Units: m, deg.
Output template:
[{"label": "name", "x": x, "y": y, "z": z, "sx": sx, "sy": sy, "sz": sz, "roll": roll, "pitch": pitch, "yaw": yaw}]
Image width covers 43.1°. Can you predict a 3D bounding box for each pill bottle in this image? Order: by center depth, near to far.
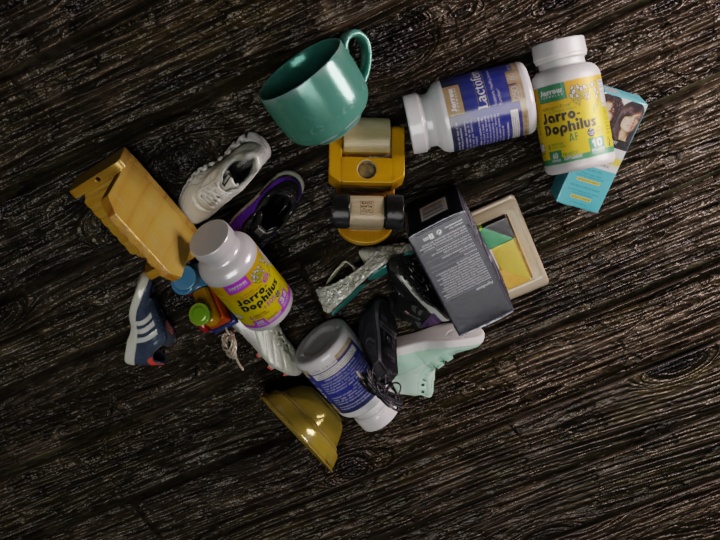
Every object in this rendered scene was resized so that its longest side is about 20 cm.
[{"label": "pill bottle", "x": 0.328, "y": -0.259, "z": 1.431, "sx": 0.112, "sy": 0.113, "sz": 0.202, "roll": -11, "pitch": 96, "yaw": 3}, {"label": "pill bottle", "x": 0.171, "y": -0.253, "z": 1.447, "sx": 0.198, "sy": 0.116, "sz": 0.117, "roll": -13, "pitch": 118, "yaw": 4}, {"label": "pill bottle", "x": -0.198, "y": 0.007, "z": 1.499, "sx": 0.103, "sy": 0.105, "sz": 0.200, "roll": -25, "pitch": 136, "yaw": 10}, {"label": "pill bottle", "x": -0.018, "y": 0.197, "z": 1.674, "sx": 0.119, "sy": 0.120, "sz": 0.200, "roll": -33, "pitch": 114, "yaw": 14}]

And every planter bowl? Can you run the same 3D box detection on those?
[{"label": "planter bowl", "x": -0.093, "y": 0.275, "z": 1.698, "sx": 0.083, "sy": 0.200, "sz": 0.201, "roll": -44, "pitch": 114, "yaw": -11}]

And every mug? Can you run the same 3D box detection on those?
[{"label": "mug", "x": -0.051, "y": -0.274, "z": 1.406, "sx": 0.184, "sy": 0.153, "sz": 0.115, "roll": -30, "pitch": 118, "yaw": 12}]

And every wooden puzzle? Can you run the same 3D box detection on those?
[{"label": "wooden puzzle", "x": 0.221, "y": -0.016, "z": 1.620, "sx": 0.184, "sy": 0.037, "sz": 0.201, "roll": -23, "pitch": 117, "yaw": 9}]

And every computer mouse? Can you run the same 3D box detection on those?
[{"label": "computer mouse", "x": 0.025, "y": 0.142, "z": 1.616, "sx": 0.052, "sy": 0.202, "sz": 0.139, "roll": -16, "pitch": 144, "yaw": 24}]

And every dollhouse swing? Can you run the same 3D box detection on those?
[{"label": "dollhouse swing", "x": -0.377, "y": -0.059, "z": 1.465, "sx": 0.181, "sy": 0.177, "sz": 0.200, "roll": -24, "pitch": 119, "yaw": 29}]

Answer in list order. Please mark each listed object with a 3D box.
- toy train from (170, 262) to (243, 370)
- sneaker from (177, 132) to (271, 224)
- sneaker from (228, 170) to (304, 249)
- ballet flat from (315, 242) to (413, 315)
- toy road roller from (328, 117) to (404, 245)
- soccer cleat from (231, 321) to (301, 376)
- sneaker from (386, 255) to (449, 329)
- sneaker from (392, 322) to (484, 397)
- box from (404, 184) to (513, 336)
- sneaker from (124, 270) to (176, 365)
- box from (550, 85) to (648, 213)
[{"label": "toy train", "x": -0.254, "y": 0.080, "z": 1.560, "sx": 0.084, "sy": 0.116, "sz": 0.202, "roll": -25, "pitch": 83, "yaw": 11}, {"label": "sneaker", "x": -0.232, "y": -0.144, "z": 1.507, "sx": 0.200, "sy": 0.081, "sz": 0.075, "roll": -41, "pitch": 114, "yaw": 19}, {"label": "sneaker", "x": -0.172, "y": -0.077, "z": 1.532, "sx": 0.069, "sy": 0.100, "sz": 0.200, "roll": 34, "pitch": 111, "yaw": -17}, {"label": "ballet flat", "x": 0.000, "y": 0.000, "z": 1.605, "sx": 0.199, "sy": 0.072, "sz": 0.072, "roll": -38, "pitch": 113, "yaw": 14}, {"label": "toy road roller", "x": 0.007, "y": -0.143, "z": 1.514, "sx": 0.121, "sy": 0.146, "sz": 0.202, "roll": 1, "pitch": 81, "yaw": -3}, {"label": "soccer cleat", "x": -0.167, "y": 0.116, "z": 1.654, "sx": 0.077, "sy": 0.069, "sz": 0.200, "roll": -39, "pitch": 110, "yaw": 19}, {"label": "sneaker", "x": 0.081, "y": 0.051, "z": 1.600, "sx": 0.087, "sy": 0.076, "sz": 0.200, "roll": -25, "pitch": 140, "yaw": 18}, {"label": "sneaker", "x": 0.143, "y": 0.170, "z": 1.691, "sx": 0.198, "sy": 0.074, "sz": 0.119, "roll": -13, "pitch": 112, "yaw": 15}, {"label": "box", "x": 0.163, "y": -0.019, "z": 1.522, "sx": 0.104, "sy": 0.148, "sz": 0.201, "roll": -25, "pitch": 109, "yaw": 10}, {"label": "sneaker", "x": -0.368, "y": 0.089, "z": 1.629, "sx": 0.084, "sy": 0.075, "sz": 0.201, "roll": 11, "pitch": 127, "yaw": -7}, {"label": "box", "x": 0.396, "y": -0.202, "z": 1.522, "sx": 0.081, "sy": 0.049, "sz": 0.202, "roll": 14, "pitch": 116, "yaw": -10}]
